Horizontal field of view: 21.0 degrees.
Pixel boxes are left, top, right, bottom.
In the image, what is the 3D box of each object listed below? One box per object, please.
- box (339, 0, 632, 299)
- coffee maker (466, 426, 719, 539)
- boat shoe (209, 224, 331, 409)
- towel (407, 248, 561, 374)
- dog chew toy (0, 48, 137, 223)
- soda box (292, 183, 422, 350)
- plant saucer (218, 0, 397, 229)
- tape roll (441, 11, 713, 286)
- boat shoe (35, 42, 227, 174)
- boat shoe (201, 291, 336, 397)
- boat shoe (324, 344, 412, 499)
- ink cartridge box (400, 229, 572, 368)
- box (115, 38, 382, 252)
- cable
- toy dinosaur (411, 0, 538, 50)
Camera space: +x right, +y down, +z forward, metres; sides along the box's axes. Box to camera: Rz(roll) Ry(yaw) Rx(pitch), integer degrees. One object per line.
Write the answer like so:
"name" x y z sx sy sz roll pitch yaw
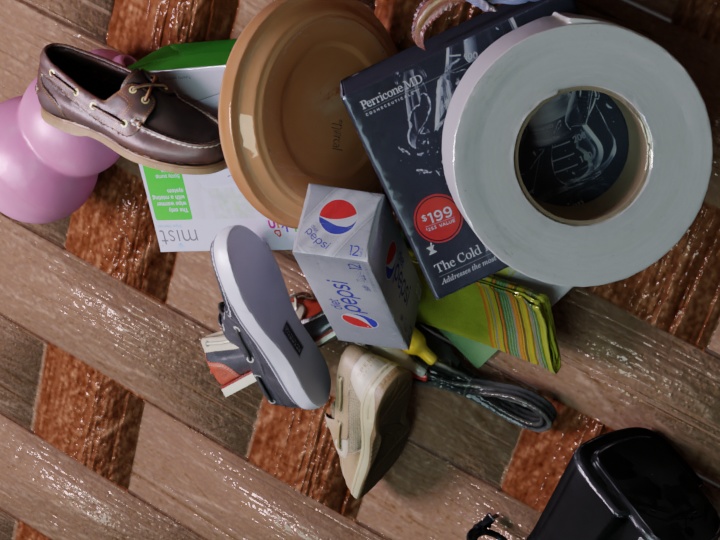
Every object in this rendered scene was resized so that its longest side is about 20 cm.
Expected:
"box" 0.108 -0.107 1.561 0.199 0.104 0.183 -25 101 3
"coffee maker" 0.199 0.239 1.722 0.192 0.135 0.201 34 126 12
"boat shoe" -0.094 0.046 1.734 0.066 0.070 0.200 -8 129 30
"towel" 0.088 0.031 1.712 0.199 0.018 0.086 19 139 37
"dog chew toy" -0.276 -0.133 1.820 0.200 0.125 0.125 -39 92 29
"soda box" 0.000 0.000 1.628 0.068 0.064 0.200 8 159 15
"plant saucer" -0.033 -0.133 1.623 0.032 0.200 0.201 10 121 47
"tape roll" 0.164 -0.093 1.477 0.201 0.071 0.204 -1 102 -4
"boat shoe" -0.199 -0.141 1.678 0.199 0.070 0.071 19 125 21
"boat shoe" -0.068 0.055 1.824 0.200 0.071 0.063 -29 86 34
"boat shoe" 0.004 0.138 1.808 0.064 0.071 0.200 34 145 19
"ink cartridge box" 0.105 -0.009 1.705 0.146 0.048 0.200 45 125 2
"box" -0.096 -0.114 1.737 0.199 0.097 0.177 0 112 29
"cable" 0.079 0.104 1.771 0.200 0.050 0.097 35 143 8
"toy dinosaur" 0.152 -0.258 1.486 0.200 0.181 0.106 -21 85 54
